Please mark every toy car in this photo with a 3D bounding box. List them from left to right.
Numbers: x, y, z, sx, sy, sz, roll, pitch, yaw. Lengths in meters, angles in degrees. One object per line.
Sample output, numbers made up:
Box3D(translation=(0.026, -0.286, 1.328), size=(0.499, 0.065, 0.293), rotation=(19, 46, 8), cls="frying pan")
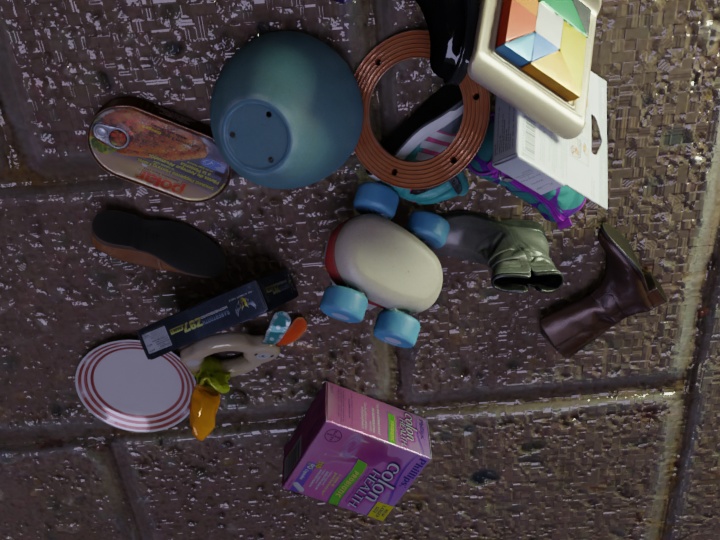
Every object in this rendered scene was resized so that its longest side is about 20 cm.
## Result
Box3D(translation=(0.000, 0.000, 1.278), size=(0.176, 0.186, 0.199), rotation=(26, 162, -27), cls="toy car")

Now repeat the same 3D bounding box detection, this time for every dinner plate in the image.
Box3D(translation=(-0.367, 0.187, 1.478), size=(0.198, 0.024, 0.202), rotation=(-1, 126, -2), cls="dinner plate")

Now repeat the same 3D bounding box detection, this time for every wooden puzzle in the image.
Box3D(translation=(0.216, -0.282, 1.063), size=(0.184, 0.202, 0.037), rotation=(25, 160, -30), cls="wooden puzzle")

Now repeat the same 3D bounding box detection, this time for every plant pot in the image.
Box3D(translation=(-0.108, -0.185, 1.123), size=(0.198, 0.135, 0.202), rotation=(6, 116, 13), cls="plant pot")

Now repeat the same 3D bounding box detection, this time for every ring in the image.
Box3D(translation=(0.073, -0.206, 1.152), size=(0.199, 0.019, 0.203), rotation=(2, 95, 25), cls="ring")

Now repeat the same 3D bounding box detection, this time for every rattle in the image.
Box3D(translation=(-0.175, 0.158, 1.386), size=(0.198, 0.144, 0.131), rotation=(-11, 135, 6), cls="rattle")

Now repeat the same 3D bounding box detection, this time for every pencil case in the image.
Box3D(translation=(0.221, -0.131, 1.194), size=(0.085, 0.093, 0.199), rotation=(-24, 148, 37), cls="pencil case")

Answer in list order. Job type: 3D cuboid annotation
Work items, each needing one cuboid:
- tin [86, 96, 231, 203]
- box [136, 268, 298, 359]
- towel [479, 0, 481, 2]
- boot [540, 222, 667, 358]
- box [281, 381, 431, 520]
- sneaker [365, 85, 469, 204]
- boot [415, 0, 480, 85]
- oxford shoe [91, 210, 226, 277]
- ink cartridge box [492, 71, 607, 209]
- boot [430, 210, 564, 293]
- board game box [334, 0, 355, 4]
Box3D(translation=(-0.272, -0.163, 1.227), size=(0.199, 0.042, 0.112), rotation=(21, 118, -15), cls="tin")
Box3D(translation=(-0.205, 0.062, 1.315), size=(0.199, 0.158, 0.051), rotation=(-22, 92, 13), cls="box")
Box3D(translation=(0.127, -0.354, 1.119), size=(0.199, 0.018, 0.086), rotation=(29, 114, -19), cls="towel")
Box3D(translation=(0.342, 0.039, 1.376), size=(0.199, 0.064, 0.186), rotation=(-32, 118, 24), cls="boot")
Box3D(translation=(-0.009, 0.311, 1.530), size=(0.199, 0.097, 0.177), rotation=(22, 121, -17), cls="box")
Box3D(translation=(0.118, -0.161, 1.211), size=(0.200, 0.084, 0.121), rotation=(-39, 120, 21), cls="sneaker")
Box3D(translation=(0.057, -0.329, 1.058), size=(0.156, 0.079, 0.213), rotation=(0, 99, -9), cls="boot")
Box3D(translation=(-0.295, -0.032, 1.313), size=(0.198, 0.072, 0.071), rotation=(19, 151, -14), cls="oxford shoe")
Box3D(translation=(0.242, -0.189, 1.127), size=(0.173, 0.202, 0.043), rotation=(24, 151, -35), cls="ink cartridge box")
Box3D(translation=(0.185, -0.022, 1.280), size=(0.198, 0.131, 0.068), rotation=(1, 125, -2), cls="boot")
Box3D(translation=(-0.061, -0.415, 0.988), size=(0.057, 0.165, 0.201), rotation=(-31, 135, -36), cls="board game box")
